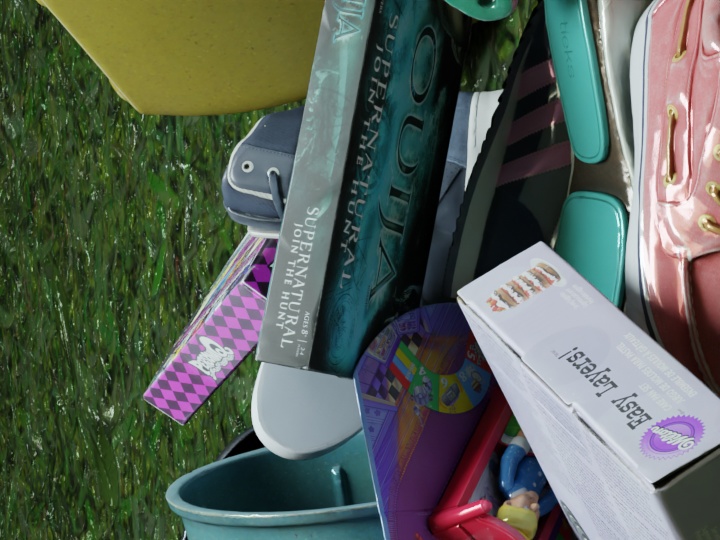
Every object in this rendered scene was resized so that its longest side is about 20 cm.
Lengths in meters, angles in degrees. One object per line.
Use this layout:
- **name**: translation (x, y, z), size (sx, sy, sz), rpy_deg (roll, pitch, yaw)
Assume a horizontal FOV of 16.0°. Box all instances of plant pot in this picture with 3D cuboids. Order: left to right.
- **plant pot**: translation (-0.076, -0.195, 1.340), size (0.194, 0.200, 0.196), rpy_deg (50, -171, -45)
- **plant pot**: translation (0.016, 0.191, 1.288), size (0.200, 0.200, 0.196), rpy_deg (-174, 74, -68)

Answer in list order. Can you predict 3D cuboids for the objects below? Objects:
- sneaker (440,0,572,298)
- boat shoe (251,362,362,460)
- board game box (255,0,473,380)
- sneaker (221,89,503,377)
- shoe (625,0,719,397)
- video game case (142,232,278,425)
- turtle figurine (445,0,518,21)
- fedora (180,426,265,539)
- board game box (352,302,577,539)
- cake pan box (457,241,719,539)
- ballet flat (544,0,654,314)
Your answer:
- **sneaker**: translation (0.105, -0.071, 1.205), size (0.070, 0.082, 0.200), rpy_deg (-19, -52, -83)
- **boat shoe**: translation (0.002, 0.023, 1.354), size (0.200, 0.069, 0.057), rpy_deg (-58, 1, -29)
- **board game box**: translation (0.006, -0.050, 1.170), size (0.135, 0.028, 0.200), rpy_deg (16, -95, -70)
- **sneaker**: translation (0.000, 0.000, 1.284), size (0.077, 0.146, 0.202), rpy_deg (80, -166, -61)
- **shoe**: translation (0.155, -0.033, 1.053), size (0.091, 0.071, 0.200), rpy_deg (141, 129, -70)
- **video game case**: translation (-0.041, -0.018, 1.454), size (0.181, 0.036, 0.200), rpy_deg (-57, 5, -29)
- **turtle figurine**: translation (0.091, -0.202, 1.139), size (0.150, 0.101, 0.200), rpy_deg (-49, 18, 44)
- **fedora**: translation (-0.019, 0.183, 1.442), size (0.092, 0.201, 0.201), rpy_deg (2, 95, 36)
- **board game box**: translation (0.077, 0.106, 1.174), size (0.039, 0.158, 0.200), rpy_deg (-23, 72, 42)
- **cake pan box**: translation (0.127, 0.103, 1.053), size (0.184, 0.052, 0.200), rpy_deg (60, 173, -29)
- **ballet flat**: translation (0.123, -0.042, 1.144), size (0.069, 0.069, 0.200), rpy_deg (-159, 63, -66)
